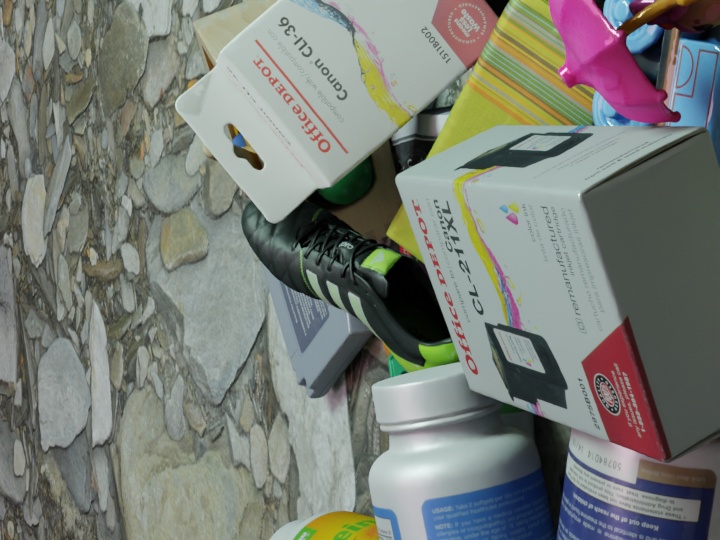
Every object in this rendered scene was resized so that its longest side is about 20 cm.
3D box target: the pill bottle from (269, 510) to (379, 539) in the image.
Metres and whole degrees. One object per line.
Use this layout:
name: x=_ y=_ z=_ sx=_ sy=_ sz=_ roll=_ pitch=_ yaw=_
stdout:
pill bottle: x=-0.003 y=0.251 z=1.101 sx=0.199 sy=0.110 sz=0.112 roll=-3 pitch=89 yaw=61

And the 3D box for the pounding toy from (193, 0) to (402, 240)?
pounding toy: x=-0.061 y=-0.105 z=1.086 sx=0.201 sy=0.141 sz=0.185 roll=-121 pitch=11 yaw=-45

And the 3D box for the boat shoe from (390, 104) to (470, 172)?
boat shoe: x=0.064 y=-0.084 z=0.994 sx=0.200 sy=0.069 sz=0.067 roll=-170 pitch=69 yaw=-73

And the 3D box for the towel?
towel: x=0.091 y=-0.077 z=0.882 sx=0.086 sy=0.018 sz=0.201 roll=38 pitch=124 yaw=14

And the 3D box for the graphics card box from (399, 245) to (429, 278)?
graphics card box: x=0.098 y=0.009 z=0.974 sx=0.200 sy=0.050 sz=0.127 roll=-16 pitch=76 yaw=59

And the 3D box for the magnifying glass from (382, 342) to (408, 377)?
magnifying glass: x=0.039 y=0.083 z=1.118 sx=0.080 sy=0.022 sz=0.201 roll=-54 pitch=48 yaw=48

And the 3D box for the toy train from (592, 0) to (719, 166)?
toy train: x=0.190 y=-0.084 z=0.776 sx=0.114 sy=0.086 sz=0.202 roll=23 pitch=110 yaw=49

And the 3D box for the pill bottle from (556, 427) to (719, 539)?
pill bottle: x=0.165 y=0.175 z=0.797 sx=0.111 sy=0.110 sz=0.202 roll=25 pitch=112 yaw=58

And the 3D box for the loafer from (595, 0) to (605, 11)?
loafer: x=0.130 y=-0.161 z=0.886 sx=0.073 sy=0.070 sz=0.202 roll=-73 pitch=-21 yaw=-65

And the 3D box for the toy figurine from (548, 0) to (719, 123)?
toy figurine: x=0.178 y=-0.145 z=0.657 sx=0.183 sy=0.200 sz=0.151 roll=-19 pitch=106 yaw=49

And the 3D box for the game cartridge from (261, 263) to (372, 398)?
game cartridge: x=-0.041 y=-0.005 z=1.241 sx=0.133 sy=0.041 sz=0.201 roll=-57 pitch=43 yaw=50

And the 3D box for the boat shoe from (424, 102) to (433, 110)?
boat shoe: x=0.023 y=-0.211 z=1.069 sx=0.065 sy=0.073 sz=0.202 roll=-133 pitch=45 yaw=-54

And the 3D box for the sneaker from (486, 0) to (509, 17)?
sneaker: x=0.062 y=-0.241 z=0.963 sx=0.076 sy=0.115 sz=0.202 roll=-48 pitch=50 yaw=50

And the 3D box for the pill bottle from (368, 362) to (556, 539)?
pill bottle: x=0.067 y=0.163 z=0.879 sx=0.112 sy=0.111 sz=0.202 roll=-10 pitch=91 yaw=60

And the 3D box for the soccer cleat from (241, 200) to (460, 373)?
soccer cleat: x=0.000 y=0.000 z=0.962 sx=0.199 sy=0.068 sz=0.081 roll=37 pitch=153 yaw=15

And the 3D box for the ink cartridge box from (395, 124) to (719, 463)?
ink cartridge box: x=0.115 y=0.004 z=0.750 sx=0.200 sy=0.082 sz=0.147 roll=12 pitch=126 yaw=65

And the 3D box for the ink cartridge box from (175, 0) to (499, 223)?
ink cartridge box: x=-0.015 y=-0.135 z=0.927 sx=0.117 sy=0.200 sz=0.067 roll=49 pitch=175 yaw=-7

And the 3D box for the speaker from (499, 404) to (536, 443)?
speaker: x=0.081 y=0.182 z=0.976 sx=0.088 sy=0.088 sz=0.202 roll=1 pitch=92 yaw=61
